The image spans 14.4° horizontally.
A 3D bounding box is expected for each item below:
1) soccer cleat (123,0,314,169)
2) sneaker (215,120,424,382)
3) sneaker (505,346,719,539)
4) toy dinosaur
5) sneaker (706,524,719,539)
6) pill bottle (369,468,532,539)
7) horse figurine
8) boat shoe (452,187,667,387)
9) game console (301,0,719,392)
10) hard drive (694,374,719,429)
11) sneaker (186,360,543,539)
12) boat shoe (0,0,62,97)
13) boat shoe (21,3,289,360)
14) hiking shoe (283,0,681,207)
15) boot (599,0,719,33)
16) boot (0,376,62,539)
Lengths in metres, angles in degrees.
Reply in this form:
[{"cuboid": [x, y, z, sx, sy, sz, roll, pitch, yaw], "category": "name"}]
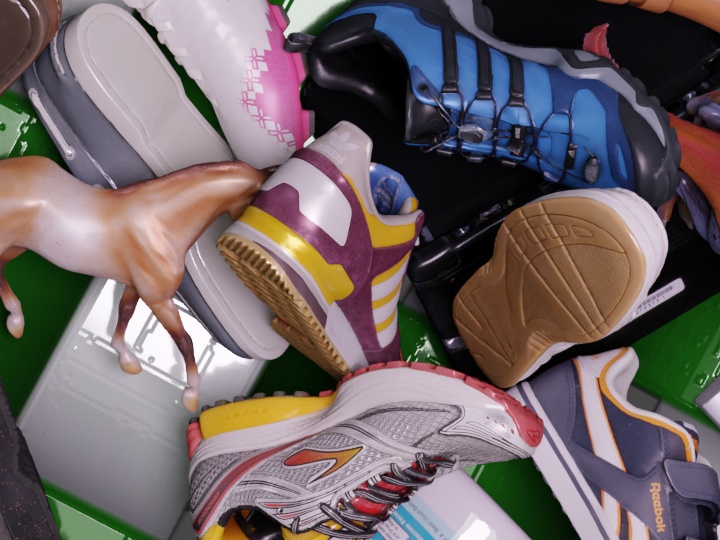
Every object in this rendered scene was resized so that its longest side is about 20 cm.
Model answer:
[{"cuboid": [-0.085, -0.133, 1.410, 0.086, 0.070, 0.200, -13, 87, -22], "category": "soccer cleat"}, {"cuboid": [0.000, 0.000, 1.375, 0.075, 0.200, 0.090, 37, 81, 21], "category": "sneaker"}, {"cuboid": [0.147, 0.125, 1.403, 0.079, 0.078, 0.200, -30, 68, 2], "category": "sneaker"}, {"cuboid": [0.197, -0.007, 1.350, 0.200, 0.182, 0.105, 21, 109, -31], "category": "toy dinosaur"}, {"cuboid": [0.124, 0.199, 1.452, 0.072, 0.072, 0.200, 28, 92, -35], "category": "sneaker"}, {"cuboid": [-0.004, 0.186, 1.421, 0.200, 0.111, 0.111, -44, 97, -3], "category": "pill bottle"}, {"cuboid": [-0.141, -0.009, 1.384, 0.200, 0.050, 0.133, 14, 124, 9], "category": "horse figurine"}, {"cuboid": [0.105, -0.003, 1.338, 0.069, 0.200, 0.071, -27, 85, -22], "category": "boat shoe"}, {"cuboid": [0.101, -0.055, 1.465, 0.200, 0.116, 0.176, -30, 126, -3], "category": "game console"}, {"cuboid": [0.290, 0.096, 1.492, 0.132, 0.027, 0.200, -44, 98, -2], "category": "hard drive"}, {"cuboid": [0.002, 0.099, 1.361, 0.078, 0.200, 0.082, 31, 53, -44], "category": "sneaker"}, {"cuboid": [-0.224, -0.081, 1.401, 0.200, 0.068, 0.072, -32, 103, 17], "category": "boat shoe"}, {"cuboid": [-0.101, -0.039, 1.432, 0.062, 0.073, 0.200, -21, 107, 38], "category": "boat shoe"}, {"cuboid": [0.062, -0.073, 1.364, 0.087, 0.200, 0.074, -35, 141, -33], "category": "hiking shoe"}, {"cuboid": [0.167, -0.141, 1.378, 0.155, 0.077, 0.200, 3, 50, -27], "category": "boot"}, {"cuboid": [-0.230, 0.088, 1.377, 0.130, 0.068, 0.200, -20, 126, -7], "category": "boot"}]
